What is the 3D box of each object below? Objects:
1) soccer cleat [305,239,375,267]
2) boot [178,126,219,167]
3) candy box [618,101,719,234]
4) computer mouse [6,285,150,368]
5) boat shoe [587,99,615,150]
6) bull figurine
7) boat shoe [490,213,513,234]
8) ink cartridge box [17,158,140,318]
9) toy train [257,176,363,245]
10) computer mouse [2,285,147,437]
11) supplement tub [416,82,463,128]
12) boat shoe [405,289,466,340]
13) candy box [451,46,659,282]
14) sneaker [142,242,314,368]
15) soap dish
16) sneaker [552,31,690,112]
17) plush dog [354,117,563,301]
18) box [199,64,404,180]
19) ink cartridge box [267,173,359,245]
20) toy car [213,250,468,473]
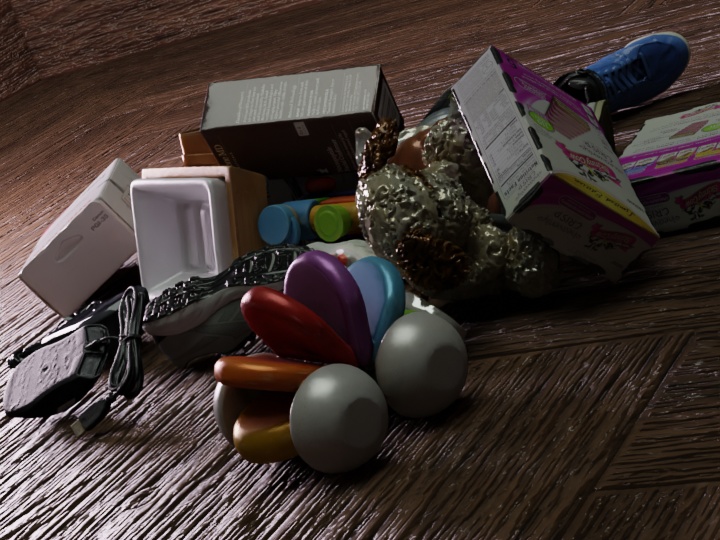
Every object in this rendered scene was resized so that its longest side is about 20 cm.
[{"bbox_3d":[0.000,0.000,1.685,0.077,0.070,0.200,-11,13,-22],"label":"soccer cleat"},{"bbox_3d":[-0.191,-0.090,2.047,0.199,0.155,0.074,-23,16,-11],"label":"boot"},{"bbox_3d":[0.318,-0.100,1.628,0.136,0.061,0.200,-12,19,29],"label":"candy box"},{"bbox_3d":[-0.283,0.068,1.844,0.138,0.053,0.200,-35,9,-37],"label":"computer mouse"},{"bbox_3d":[0.227,-0.126,1.804,0.068,0.075,0.200,-8,20,19],"label":"boat shoe"},{"bbox_3d":[0.087,-0.107,1.748,0.122,0.200,0.065,-55,-23,8],"label":"bull figurine"},{"bbox_3d":[0.100,-0.021,1.654,0.074,0.065,0.201,-9,10,-44],"label":"boat shoe"},{"bbox_3d":[-0.330,-0.041,2.109,0.146,0.083,0.200,-43,13,11],"label":"ink cartridge box"},{"bbox_3d":[-0.001,-0.056,1.787,0.199,0.085,0.116,-3,7,34],"label":"toy train"},{"bbox_3d":[-0.270,0.116,1.659,0.200,0.046,0.141,-33,40,26],"label":"computer mouse"},{"bbox_3d":[0.125,-0.142,1.892,0.122,0.123,0.200,-14,17,20],"label":"supplement tub"},{"bbox_3d":[0.008,0.049,1.512,0.199,0.072,0.069,18,71,41],"label":"boat shoe"},{"bbox_3d":[0.169,-0.097,1.511,0.061,0.136,0.200,-47,36,24],"label":"candy box"},{"bbox_3d":[-0.113,0.034,1.664,0.199,0.080,0.074,-21,24,16],"label":"sneaker"},{"bbox_3d":[-0.169,-0.036,1.866,0.081,0.158,0.200,-10,8,-33],"label":"soap dish"},{"bbox_3d":[0.293,-0.214,2.001,0.199,0.077,0.111,-21,9,13],"label":"sneaker"},{"bbox_3d":[0.057,-0.038,1.514,0.160,0.200,0.172,-40,-33,16],"label":"plush dog"},{"bbox_3d":[-0.062,-0.157,1.852,0.199,0.100,0.075,-3,56,19],"label":"box"},{"bbox_3d":[-0.083,-0.079,1.951,0.199,0.117,0.068,-19,14,8],"label":"ink cartridge box"},{"bbox_3d":[-0.028,0.061,1.355,0.200,0.151,0.175,-30,18,-32],"label":"toy car"}]
